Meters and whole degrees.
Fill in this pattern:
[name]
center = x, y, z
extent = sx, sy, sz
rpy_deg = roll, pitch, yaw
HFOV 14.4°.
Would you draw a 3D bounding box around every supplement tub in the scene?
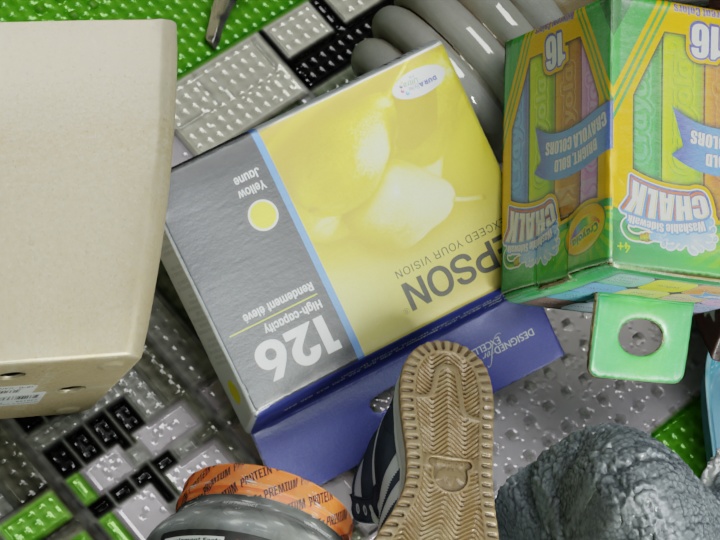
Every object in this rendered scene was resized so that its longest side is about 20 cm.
[supplement tub]
center = -0.071, 0.210, 1.492
extent = 0.122, 0.123, 0.200
rpy_deg = 20, 58, -7

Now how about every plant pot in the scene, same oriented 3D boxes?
[plant pot]
center = -0.206, -0.017, 1.538
extent = 0.199, 0.200, 0.177
rpy_deg = -3, 75, -20

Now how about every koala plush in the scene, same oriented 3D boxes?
[koala plush]
center = 0.187, 0.166, 1.560
extent = 0.200, 0.184, 0.177
rpy_deg = -1, 40, -29

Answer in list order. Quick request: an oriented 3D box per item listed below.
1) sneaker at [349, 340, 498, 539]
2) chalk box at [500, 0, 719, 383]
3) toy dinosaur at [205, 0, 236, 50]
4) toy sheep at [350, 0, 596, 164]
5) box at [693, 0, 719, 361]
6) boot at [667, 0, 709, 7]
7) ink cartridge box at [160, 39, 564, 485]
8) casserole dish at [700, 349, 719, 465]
[sneaker]
center = 0.031, 0.149, 1.554
extent = 0.070, 0.109, 0.200
rpy_deg = 13, 56, -8
[chalk box]
center = 0.160, -0.039, 1.597
extent = 0.124, 0.124, 0.200
rpy_deg = 6, 78, -27
[toy dinosaur]
center = -0.056, -0.231, 1.785
extent = 0.088, 0.047, 0.200
rpy_deg = 45, 61, 0
[toy sheep]
center = 0.063, -0.120, 1.715
extent = 0.200, 0.138, 0.138
rpy_deg = -40, 80, -10
[box]
center = 0.302, -0.054, 1.711
extent = 0.200, 0.164, 0.166
rpy_deg = 2, 42, -18
[boot]
center = 0.179, -0.230, 1.810
extent = 0.200, 0.131, 0.068
rpy_deg = 8, 61, -14
[ink cartridge box]
center = 0.000, 0.000, 1.620
extent = 0.197, 0.047, 0.200
rpy_deg = -27, 92, -17
[casserole dish]
center = 0.260, 0.121, 1.701
extent = 0.121, 0.039, 0.200
rpy_deg = 5, 61, -16
